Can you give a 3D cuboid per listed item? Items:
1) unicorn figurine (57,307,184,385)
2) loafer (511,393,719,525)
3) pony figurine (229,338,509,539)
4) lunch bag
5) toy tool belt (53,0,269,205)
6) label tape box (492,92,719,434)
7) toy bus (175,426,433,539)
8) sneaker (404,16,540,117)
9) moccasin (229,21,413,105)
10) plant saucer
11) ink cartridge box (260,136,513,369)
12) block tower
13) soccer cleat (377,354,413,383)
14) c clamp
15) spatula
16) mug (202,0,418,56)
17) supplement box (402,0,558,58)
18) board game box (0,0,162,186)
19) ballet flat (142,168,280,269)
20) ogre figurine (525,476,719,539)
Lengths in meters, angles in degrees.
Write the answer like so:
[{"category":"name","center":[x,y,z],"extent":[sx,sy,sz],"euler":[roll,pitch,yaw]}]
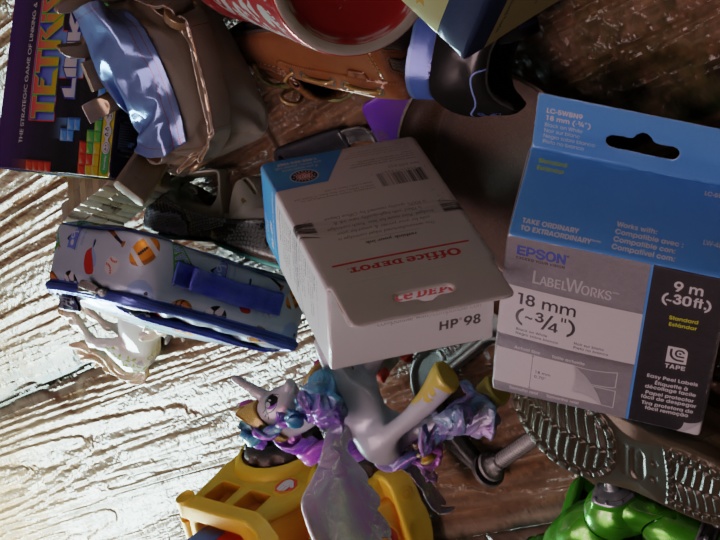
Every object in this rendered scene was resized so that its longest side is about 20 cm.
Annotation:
[{"category":"unicorn figurine","center":[-0.206,0.041,1.723],"extent":[0.137,0.074,0.200],"euler":[38,155,11]},{"category":"loafer","center":[0.190,0.109,1.295],"extent":[0.199,0.067,0.076],"euler":[29,132,33]},{"category":"pony figurine","center":[0.011,0.120,1.417],"extent":[0.200,0.166,0.193],"euler":[-36,93,34]},{"category":"lunch bag","center":[-0.148,0.015,1.526],"extent":[0.160,0.199,0.076],"euler":[10,85,48]},{"category":"toy tool belt","center":[-0.161,-0.159,1.368],"extent":[0.201,0.122,0.125],"euler":[63,162,-7]},{"category":"label tape box","center":[0.164,-0.001,1.205],"extent":[0.143,0.063,0.201],"euler":[12,130,12]},{"category":"toy bus","center":[-0.065,0.229,1.582],"extent":[0.199,0.192,0.137],"euler":[8,120,45]},{"category":"sneaker","center":[0.081,-0.195,1.197],"extent":[0.077,0.070,0.201],"euler":[16,116,23]},{"category":"moccasin","center":[-0.028,-0.151,1.360],"extent":[0.201,0.073,0.078],"euler":[8,117,46]},{"category":"plant saucer","center":[0.109,-0.052,1.301],"extent":[0.200,0.032,0.201],"euler":[27,133,33]},{"category":"ink cartridge box","center":[0.015,-0.004,1.251],"extent":[0.200,0.115,0.067],"euler":[-119,23,-51]},{"category":"block tower","center":[-0.171,-0.100,1.533],"extent":[0.200,0.054,0.058],"euler":[-34,52,41]},{"category":"soccer cleat","center":[0.000,0.000,1.444],"extent":[0.077,0.069,0.201],"euler":[34,141,34]},{"category":"c clamp","center":[0.115,0.107,1.418],"extent":[0.171,0.027,0.200],"euler":[57,144,1]},{"category":"spatula","center":[-0.005,-0.099,1.413],"extent":[0.199,0.021,0.057],"euler":[-10,118,54]},{"category":"mug","center":[-0.037,-0.229,1.207],"extent":[0.200,0.133,0.179],"euler":[-136,44,-64]},{"category":"supplement box","center":[0.071,-0.263,1.052],"extent":[0.200,0.200,0.135],"euler":[45,143,16]},{"category":"board game box","center":[-0.215,-0.173,1.501],"extent":[0.165,0.056,0.202],"euler":[6,90,46]},{"category":"ballet flat","center":[-0.106,-0.046,1.539],"extent":[0.200,0.072,0.072],"euler":[14,126,43]},{"category":"ogre figurine","center":[0.186,0.215,1.364],"extent":[0.120,0.098,0.200],"euler":[38,159,-2]}]
